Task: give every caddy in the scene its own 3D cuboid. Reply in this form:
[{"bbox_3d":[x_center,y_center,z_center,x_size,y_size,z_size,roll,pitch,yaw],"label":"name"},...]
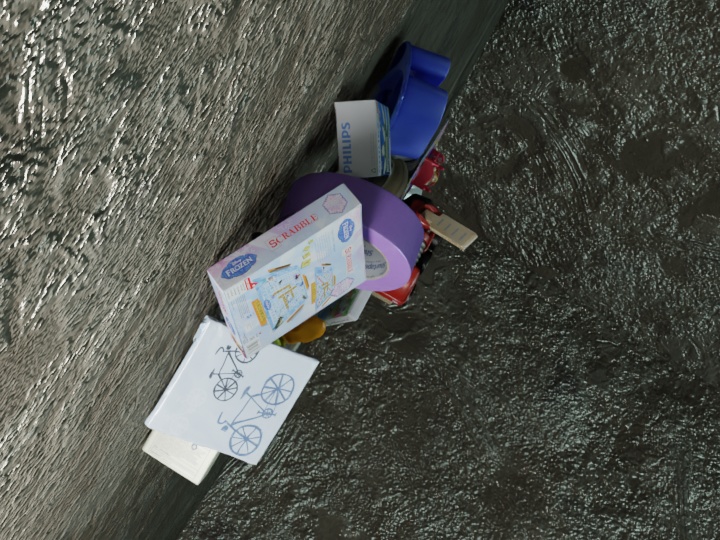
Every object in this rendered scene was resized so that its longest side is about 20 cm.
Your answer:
[{"bbox_3d":[0.065,-0.265,1.600,0.200,0.104,0.143,121,-20,-58],"label":"caddy"}]

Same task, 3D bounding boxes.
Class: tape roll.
[{"bbox_3d":[-0.015,-0.050,1.407,0.200,0.198,0.066,116,-5,-65],"label":"tape roll"}]

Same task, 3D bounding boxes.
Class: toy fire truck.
[{"bbox_3d":[0.099,-0.033,1.712,0.177,0.128,0.200,-61,-177,-13],"label":"toy fire truck"}]

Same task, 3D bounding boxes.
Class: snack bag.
[{"bbox_3d":[-0.181,0.172,1.420,0.190,0.199,0.021,-58,-147,11],"label":"snack bag"}]

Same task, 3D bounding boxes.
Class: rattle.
[{"bbox_3d":[-0.160,0.149,1.580,0.200,0.142,0.132,-35,130,-53],"label":"rattle"}]

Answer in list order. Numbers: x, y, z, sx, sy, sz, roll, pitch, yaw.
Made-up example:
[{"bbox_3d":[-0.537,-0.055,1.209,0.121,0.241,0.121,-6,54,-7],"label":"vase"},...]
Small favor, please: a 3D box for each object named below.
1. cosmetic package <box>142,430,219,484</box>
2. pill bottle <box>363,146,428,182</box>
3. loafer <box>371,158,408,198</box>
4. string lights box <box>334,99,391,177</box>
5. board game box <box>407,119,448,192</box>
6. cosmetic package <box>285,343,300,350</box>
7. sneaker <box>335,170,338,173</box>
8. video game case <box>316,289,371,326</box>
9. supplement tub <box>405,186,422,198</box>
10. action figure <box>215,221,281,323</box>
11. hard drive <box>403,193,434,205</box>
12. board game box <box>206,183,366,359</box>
[{"bbox_3d":[-0.224,0.198,1.495,0.201,0.105,0.071,-57,179,12],"label":"cosmetic package"},{"bbox_3d":[0.059,-0.223,1.836,0.117,0.116,0.200,-56,176,-33],"label":"pill bottle"},{"bbox_3d":[0.022,-0.119,1.715,0.076,0.068,0.201,-33,-150,51],"label":"loafer"},{"bbox_3d":[0.006,-0.184,1.442,0.200,0.058,0.104,-46,133,-81],"label":"string lights box"},{"bbox_3d":[0.126,-0.179,1.859,0.201,0.039,0.158,-58,177,-38],"label":"board game box"},{"bbox_3d":[-0.182,0.151,1.731,0.200,0.103,0.073,-54,176,-48],"label":"cosmetic package"},{"bbox_3d":[-0.058,-0.099,1.641,0.201,0.075,0.089,-71,-176,-48],"label":"sneaker"},{"bbox_3d":[0.000,0.000,1.724,0.201,0.022,0.182,-63,-165,-15],"label":"video game case"},{"bbox_3d":[0.041,-0.145,2.096,0.201,0.140,0.140,-60,177,23],"label":"supplement tub"},{"bbox_3d":[-0.134,0.032,1.395,0.129,0.070,0.201,-15,140,-29],"label":"action figure"},{"bbox_3d":[0.041,-0.079,1.921,0.199,0.033,0.140,-32,-168,-3],"label":"hard drive"},{"bbox_3d":[-0.085,0.006,1.283,0.199,0.041,0.201,-33,156,-15],"label":"board game box"}]
